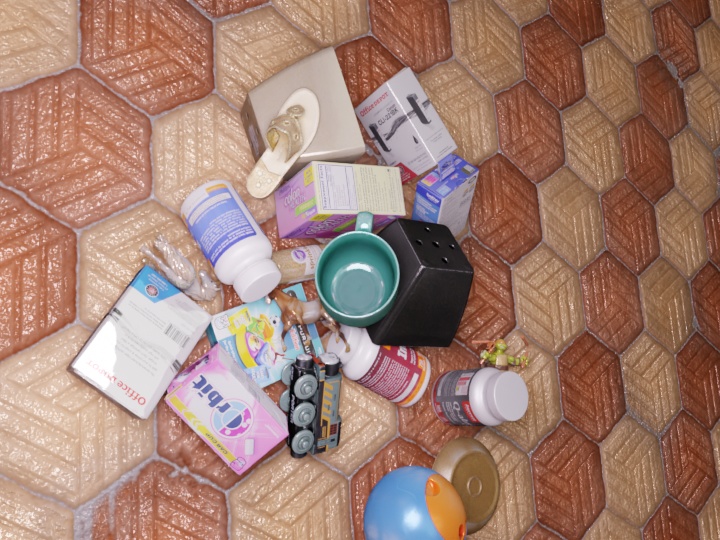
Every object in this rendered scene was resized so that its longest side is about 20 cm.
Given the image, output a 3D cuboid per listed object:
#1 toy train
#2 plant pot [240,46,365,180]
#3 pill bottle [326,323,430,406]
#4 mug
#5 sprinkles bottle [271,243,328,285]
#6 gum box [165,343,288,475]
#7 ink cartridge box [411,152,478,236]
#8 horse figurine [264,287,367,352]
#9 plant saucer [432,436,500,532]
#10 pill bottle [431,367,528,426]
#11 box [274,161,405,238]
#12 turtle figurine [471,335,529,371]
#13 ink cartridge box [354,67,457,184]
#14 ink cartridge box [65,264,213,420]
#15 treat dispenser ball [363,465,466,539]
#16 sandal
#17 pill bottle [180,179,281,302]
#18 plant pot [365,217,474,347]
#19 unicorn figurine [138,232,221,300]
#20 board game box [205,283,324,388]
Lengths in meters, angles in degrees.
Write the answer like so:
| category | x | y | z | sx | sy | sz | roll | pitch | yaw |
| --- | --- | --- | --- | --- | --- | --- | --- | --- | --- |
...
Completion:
| category | x | y | z | sx | sy | sz | roll | pitch | yaw |
| --- | --- | --- | --- | --- | --- | --- | --- | --- | --- |
| toy train | -0.087 | 0.245 | 1.226 | 0.112 | 0.085 | 0.206 | -6 | 109 | -33 |
| plant pot | -0.123 | -0.276 | 1.279 | 0.173 | 0.200 | 0.205 | -19 | 90 | -18 |
| pill bottle | 0.035 | 0.180 | 1.325 | 0.198 | 0.112 | 0.115 | 31 | 65 | -24 |
| mug | 0.005 | 0.010 | 1.199 | 0.151 | 0.115 | 0.186 | 39 | 77 | 12 |
| sprinkles bottle | -0.125 | -0.011 | 1.290 | 0.196 | 0.068 | 0.070 | -10 | 85 | -34 |
| gum box | -0.227 | 0.232 | 1.134 | 0.113 | 0.066 | 0.201 | -38 | 110 | 2 |
| ink cartridge box | 0.179 | -0.151 | 1.435 | 0.076 | 0.203 | 0.136 | 36 | 54 | 23 |
| horse figurine | -0.085 | 0.089 | 1.233 | 0.195 | 0.051 | 0.134 | 2 | 45 | -27 |
| plant saucer | 0.237 | 0.465 | 1.442 | 0.196 | 0.035 | 0.206 | 7 | 77 | -31 |
| pill bottle | 0.246 | 0.263 | 1.391 | 0.113 | 0.199 | 0.119 | 7 | 76 | -30 |
| box | -0.042 | -0.131 | 1.302 | 0.196 | 0.175 | 0.100 | -1 | 78 | -32 |
| turtle figurine | 0.308 | 0.226 | 1.520 | 0.197 | 0.064 | 0.166 | 10 | 82 | -39 |
| ink cartridge box | 0.095 | -0.308 | 1.443 | 0.083 | 0.143 | 0.202 | -37 | 98 | -32 |
| ink cartridge box | -0.362 | 0.120 | 1.102 | 0.146 | 0.084 | 0.202 | 41 | 62 | -19 |
| treat dispenser ball | 0.102 | 0.475 | 1.257 | 0.196 | 0.199 | 0.207 | 7 | 76 | -30 |
| sandal | -0.133 | -0.223 | 1.155 | 0.076 | 0.070 | 0.215 | 29 | 89 | -1 |
| pill bottle | -0.223 | -0.049 | 1.169 | 0.110 | 0.113 | 0.202 | -22 | 68 | -33 |
| plant pot | 0.107 | 0.015 | 1.316 | 0.195 | 0.179 | 0.203 | 5 | 43 | -32 |
| unicorn figurine | -0.307 | 0.002 | 1.146 | 0.137 | 0.200 | 0.074 | 39 | 90 | -5 |
| board game box | -0.175 | 0.129 | 1.242 | 0.197 | 0.047 | 0.155 | -21 | 92 | -33 |
